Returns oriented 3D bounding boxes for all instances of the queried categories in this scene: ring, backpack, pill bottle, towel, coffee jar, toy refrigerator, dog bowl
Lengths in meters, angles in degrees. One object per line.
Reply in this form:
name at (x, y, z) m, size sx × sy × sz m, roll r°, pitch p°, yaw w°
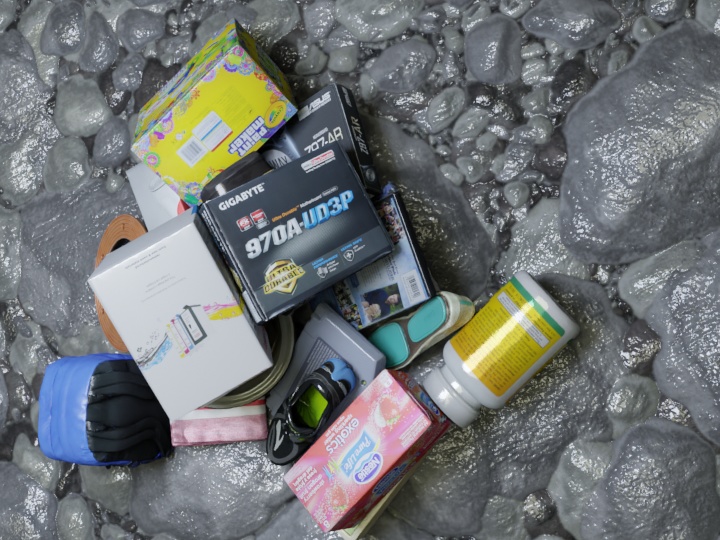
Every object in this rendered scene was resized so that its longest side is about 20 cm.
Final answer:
ring at (-0.346, 0.019, 1.394) m, size 0.199 × 0.019 × 0.205 m, roll 0°, pitch 90°, yaw 49°
backpack at (-0.373, 0.202, 1.336) m, size 0.165 × 0.199 × 0.166 m, roll -5°, pitch 85°, yaw 20°
pill bottle at (0.179, 0.106, 1.223) m, size 0.200 × 0.113 × 0.113 m, roll -46°, pitch 75°, yaw 9°
towel at (-0.211, 0.149, 1.349) m, size 0.141 × 0.023 × 0.204 m, roll -5°, pitch 95°, yaw 0°
coffee jar at (-0.116, -0.050, 1.218) m, size 0.104 × 0.085 × 0.201 m, roll -38°, pitch 92°, yaw -22°
toy refrigerator at (0.027, 0.268, 1.278) m, size 0.076 × 0.070 × 0.201 m, roll 39°, pitch 97°, yaw 16°
dog bowl at (-0.189, 0.082, 1.287) m, size 0.196 × 0.074 × 0.204 m, roll -2°, pitch 101°, yaw -8°

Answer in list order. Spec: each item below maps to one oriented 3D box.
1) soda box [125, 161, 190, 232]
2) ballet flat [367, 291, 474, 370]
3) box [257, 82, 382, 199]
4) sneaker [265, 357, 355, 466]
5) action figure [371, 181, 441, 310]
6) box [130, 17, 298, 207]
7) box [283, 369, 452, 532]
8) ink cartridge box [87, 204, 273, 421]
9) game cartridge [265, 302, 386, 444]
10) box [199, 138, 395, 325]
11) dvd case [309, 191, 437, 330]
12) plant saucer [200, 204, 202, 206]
soda box at (-0.267, -0.066, 1.360) m, size 0.067 × 0.063 × 0.203 m, roll -25°, pitch 79°, yaw 12°
ballet flat at (0.081, 0.087, 1.264) m, size 0.199 × 0.061 × 0.069 m, roll -34°, pitch 63°, yaw 48°
box at (-0.077, -0.138, 1.294) m, size 0.198 × 0.043 × 0.163 m, roll -27°, pitch 70°, yaw 29°
sneaker at (-0.081, 0.194, 1.252) m, size 0.071 × 0.082 × 0.200 m, roll 45°, pitch 127°, yaw 11°
action figure at (0.013, -0.024, 1.310) m, size 0.199 × 0.104 × 0.197 m, roll -31°, pitch 69°, yaw 34°
box at (-0.204, -0.224, 1.308) m, size 0.199 × 0.193 × 0.122 m, roll -41°, pitch 115°, yaw 11°
box at (0.011, 0.231, 1.201) m, size 0.200 × 0.099 × 0.096 m, roll -47°, pitch 67°, yaw 8°
ink cartridge box at (-0.217, 0.049, 1.163) m, size 0.143 × 0.147 × 0.202 m, roll -28°, pitch 104°, yaw -2°
game cartridge at (-0.046, 0.158, 1.288) m, size 0.133 × 0.041 × 0.202 m, roll 42°, pitch 125°, yaw 19°
box at (-0.076, -0.049, 1.160) m, size 0.198 × 0.046 × 0.161 m, roll -27°, pitch 89°, yaw -22°
dvd case at (0.000, 0.000, 1.250) m, size 0.198 × 0.017 × 0.145 m, roll -26°, pitch 81°, yaw 37°
plant saucer at (-0.207, -0.025, 1.390) m, size 0.196 × 0.037 × 0.205 m, roll -1°, pitch 86°, yaw 17°
